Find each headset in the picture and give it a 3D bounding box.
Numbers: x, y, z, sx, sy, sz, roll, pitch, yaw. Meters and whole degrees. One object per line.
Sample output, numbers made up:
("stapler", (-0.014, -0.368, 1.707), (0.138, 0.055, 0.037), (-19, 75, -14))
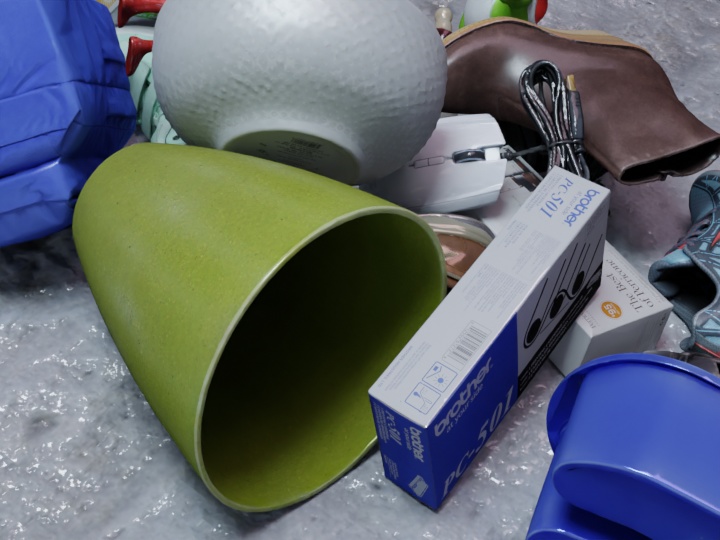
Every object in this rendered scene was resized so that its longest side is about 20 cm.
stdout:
("headset", (0.168, -0.115, 0.861), (0.121, 0.095, 0.203), (4, 58, -6))

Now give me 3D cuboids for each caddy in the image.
("caddy", (0.185, 0.128, 0.561), (0.197, 0.143, 0.105), (26, 47, 16))

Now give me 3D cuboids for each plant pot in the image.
("plant pot", (-0.081, 0.006, 0.624), (0.185, 0.190, 0.199), (-27, 46, -35))

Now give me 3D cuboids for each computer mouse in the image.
("computer mouse", (0.069, -0.075, 0.751), (0.044, 0.197, 0.112), (11, 69, -53))

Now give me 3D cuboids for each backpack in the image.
("backpack", (-0.242, -0.108, 0.712), (0.159, 0.171, 0.200), (-10, 12, 2))

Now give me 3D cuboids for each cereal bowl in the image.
("cereal bowl", (-0.042, -0.106, 0.680), (0.196, 0.201, 0.085), (7, 69, -3))

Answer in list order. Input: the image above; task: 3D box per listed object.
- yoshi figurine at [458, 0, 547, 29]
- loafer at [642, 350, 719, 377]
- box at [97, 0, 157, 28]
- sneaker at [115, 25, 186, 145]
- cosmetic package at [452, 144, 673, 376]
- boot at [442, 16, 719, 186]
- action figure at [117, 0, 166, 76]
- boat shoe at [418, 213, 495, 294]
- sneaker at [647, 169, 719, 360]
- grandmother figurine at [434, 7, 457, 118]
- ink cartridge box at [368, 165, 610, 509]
("yoshi figurine", (0.118, -0.256, 0.915), (0.112, 0.202, 0.112), (38, 33, 12))
("loafer", (0.238, 0.078, 0.684), (0.196, 0.064, 0.073), (7, 41, -4))
("box", (-0.121, -0.262, 0.885), (0.197, 0.101, 0.115), (0, 79, -39))
("sneaker", (-0.160, -0.125, 0.816), (0.197, 0.075, 0.119), (23, 39, 12))
("cosmetic package", (0.132, -0.012, 0.773), (0.081, 0.051, 0.201), (-17, 49, -26))
("boot", (0.152, -0.124, 0.780), (0.196, 0.073, 0.167), (-12, 43, -17))
("action figure", (-0.083, -0.161, 0.786), (0.196, 0.099, 0.066), (-6, 67, -22))
("boat shoe", (0.000, 0.000, 0.716), (0.195, 0.076, 0.073), (1, 51, 1))
("sneaker", (0.263, -0.011, 0.778), (0.093, 0.080, 0.202), (6, 41, -1))
("grandmother figurine", (0.035, -0.188, 0.930), (0.060, 0.121, 0.202), (24, 35, -48))
("ink cartridge box", (0.084, 0.038, 0.635), (0.044, 0.095, 0.200), (27, 60, 28))
